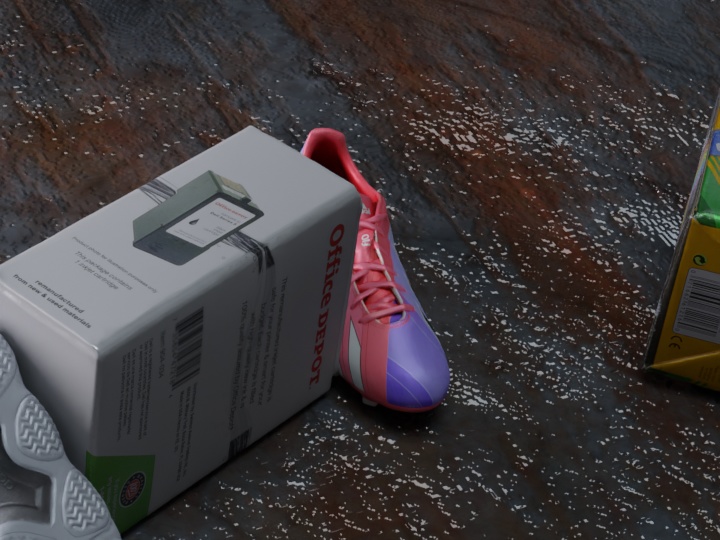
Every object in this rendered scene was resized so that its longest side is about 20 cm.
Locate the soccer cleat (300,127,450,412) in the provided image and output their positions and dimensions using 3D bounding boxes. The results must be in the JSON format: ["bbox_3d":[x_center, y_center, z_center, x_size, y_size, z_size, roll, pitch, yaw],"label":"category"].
[{"bbox_3d":[0.000,0.000,1.247,0.067,0.077,0.200,-6,41,-20],"label":"soccer cleat"}]

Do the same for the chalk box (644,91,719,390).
[{"bbox_3d":[0.258,-0.028,1.291,0.123,0.125,0.200,16,40,8],"label":"chalk box"}]

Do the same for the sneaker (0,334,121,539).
[{"bbox_3d":[-0.191,0.121,1.059,0.075,0.114,0.200,-24,85,-44],"label":"sneaker"}]

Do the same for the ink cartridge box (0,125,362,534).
[{"bbox_3d":[-0.099,0.034,1.127,0.084,0.146,0.200,32,43,26],"label":"ink cartridge box"}]
